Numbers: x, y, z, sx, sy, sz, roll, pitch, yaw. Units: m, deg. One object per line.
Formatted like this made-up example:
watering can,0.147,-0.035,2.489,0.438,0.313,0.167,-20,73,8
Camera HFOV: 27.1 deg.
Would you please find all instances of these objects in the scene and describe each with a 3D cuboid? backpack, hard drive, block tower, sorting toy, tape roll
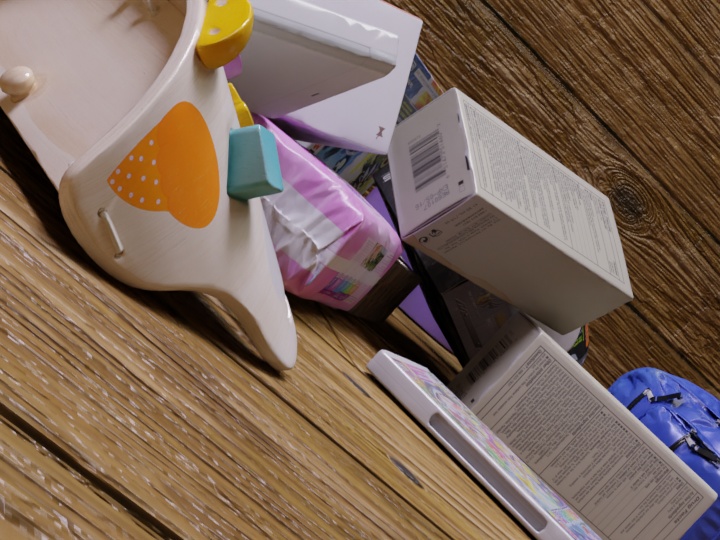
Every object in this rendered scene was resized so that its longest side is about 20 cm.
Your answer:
backpack,0.288,0.182,1.346,0.200,0.163,0.168,47,9,38
hard drive,-0.098,-0.128,0.781,0.199,0.026,0.132,14,-14,-33
block tower,0.000,0.000,1.164,0.054,0.058,0.200,43,5,11
sorting toy,-0.084,-0.044,0.666,0.200,0.107,0.180,47,-14,48
tape roll,0.066,-0.002,1.675,0.200,0.085,0.200,43,3,-3

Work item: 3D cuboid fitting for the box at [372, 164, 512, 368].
box,0.085,0.020,1.262,0.159,0.048,0.200,61,-2,45

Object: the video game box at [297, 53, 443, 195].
video game box,-0.018,-0.108,1.214,0.047,0.182,0.200,47,5,14

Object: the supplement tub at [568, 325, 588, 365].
supplement tub,0.156,0.027,1.434,0.123,0.122,0.201,-131,-149,-61

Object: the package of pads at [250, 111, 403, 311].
package of pads,-0.045,-0.038,0.964,0.120,0.076,0.200,43,3,9

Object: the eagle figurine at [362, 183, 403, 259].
eagle figurine,0.002,-0.079,1.478,0.199,0.152,0.151,28,44,13

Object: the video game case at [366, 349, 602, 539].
video game case,0.093,0.131,0.962,0.200,0.018,0.143,44,3,16

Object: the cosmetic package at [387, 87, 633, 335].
cosmetic package,0.113,-0.040,1.116,0.200,0.073,0.104,31,40,-41

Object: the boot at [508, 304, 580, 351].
boot,0.125,-0.025,1.265,0.090,0.072,0.201,11,-61,65

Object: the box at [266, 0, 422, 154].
box,-0.076,-0.152,1.040,0.124,0.098,0.199,17,-2,-42

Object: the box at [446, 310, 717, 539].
box,0.170,0.135,1.158,0.200,0.095,0.078,44,3,-14
